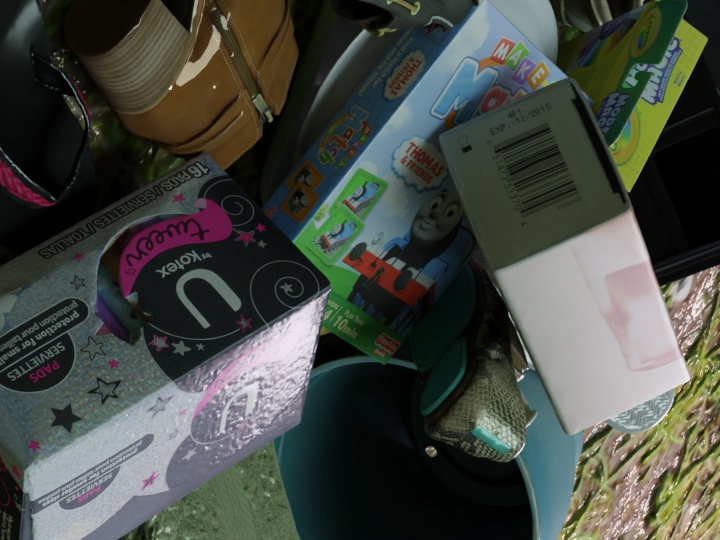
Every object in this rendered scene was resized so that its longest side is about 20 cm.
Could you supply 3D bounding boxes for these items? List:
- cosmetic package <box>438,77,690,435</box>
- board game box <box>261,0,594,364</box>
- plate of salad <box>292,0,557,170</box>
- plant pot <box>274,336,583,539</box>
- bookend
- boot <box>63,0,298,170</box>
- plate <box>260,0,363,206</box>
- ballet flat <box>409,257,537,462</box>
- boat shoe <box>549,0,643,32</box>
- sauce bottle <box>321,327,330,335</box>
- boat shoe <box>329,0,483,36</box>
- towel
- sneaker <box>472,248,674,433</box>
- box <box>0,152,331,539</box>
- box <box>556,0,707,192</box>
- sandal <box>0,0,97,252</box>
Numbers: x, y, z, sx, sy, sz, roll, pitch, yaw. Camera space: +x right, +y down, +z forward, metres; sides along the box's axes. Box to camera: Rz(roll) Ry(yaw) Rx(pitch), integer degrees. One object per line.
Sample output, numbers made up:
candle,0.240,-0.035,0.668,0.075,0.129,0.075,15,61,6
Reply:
cosmetic package,0.120,-0.005,1.386,0.087,0.104,0.200,-23,147,3
board game box,0.031,-0.054,1.381,0.200,0.037,0.151,-52,145,3
plate of salad,0.034,-0.094,1.419,0.199,0.048,0.201,-27,139,-26
plant pot,0.053,0.125,1.585,0.188,0.199,0.201,-33,144,-62
bookend,0.200,-0.096,1.657,0.092,0.198,0.201,-24,92,-44
boot,-0.055,-0.148,1.269,0.201,0.076,0.155,-54,150,-6
plate,0.024,-0.132,1.447,0.199,0.032,0.201,-5,120,-54
ballet flat,0.069,0.058,1.422,0.068,0.075,0.200,-48,-164,17
boat shoe,0.152,-0.229,1.516,0.072,0.065,0.201,-38,145,-30
sauce bottle,0.000,0.000,1.497,0.199,0.066,0.066,-15,129,-48
boat shoe,0.004,-0.154,1.223,0.061,0.072,0.201,-56,155,4
towel,-0.087,0.150,1.423,0.148,0.036,0.202,-2,75,-56
sneaker,0.117,0.017,1.582,0.074,0.116,0.200,-40,123,5
box,-0.128,0.054,1.266,0.199,0.115,0.133,-32,154,-30
box,0.140,-0.096,1.500,0.118,0.048,0.200,-61,-166,-17
sandal,-0.166,-0.073,1.204,0.075,0.045,0.201,-43,147,-25
